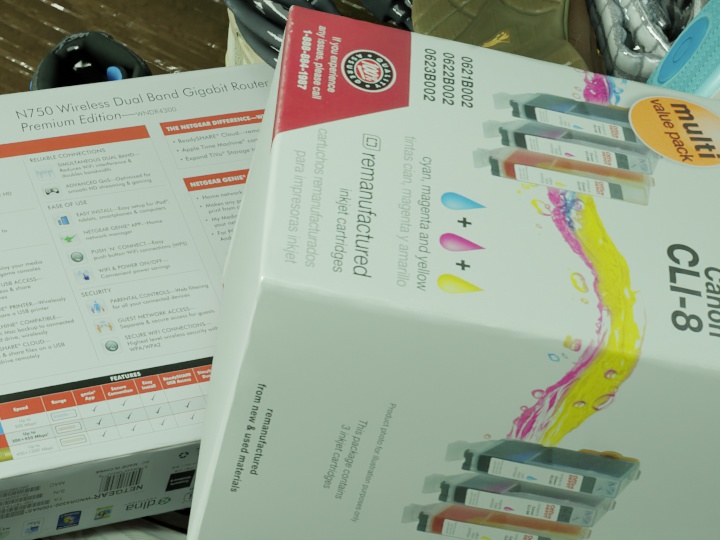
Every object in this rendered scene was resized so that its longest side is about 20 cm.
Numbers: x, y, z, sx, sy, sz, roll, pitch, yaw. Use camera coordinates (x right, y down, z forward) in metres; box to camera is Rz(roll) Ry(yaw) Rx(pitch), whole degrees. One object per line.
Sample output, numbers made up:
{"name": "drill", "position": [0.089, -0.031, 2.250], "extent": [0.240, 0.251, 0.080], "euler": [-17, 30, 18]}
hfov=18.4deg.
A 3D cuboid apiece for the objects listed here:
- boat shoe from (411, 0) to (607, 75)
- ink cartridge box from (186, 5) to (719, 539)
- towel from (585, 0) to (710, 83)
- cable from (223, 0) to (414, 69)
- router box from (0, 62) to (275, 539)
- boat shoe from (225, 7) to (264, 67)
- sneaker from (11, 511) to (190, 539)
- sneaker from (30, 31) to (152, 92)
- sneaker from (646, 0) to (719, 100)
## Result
{"name": "boat shoe", "position": [0.066, -0.078, 0.913], "extent": [0.072, 0.068, 0.201], "euler": [-17, 35, 9]}
{"name": "ink cartridge box", "position": [0.053, 0.023, 0.775], "extent": [0.199, 0.145, 0.146], "euler": [11, 42, -7]}
{"name": "towel", "position": [0.123, -0.130, 1.013], "extent": [0.085, 0.166, 0.201], "euler": [-7, 57, -9]}
{"name": "cable", "position": [0.002, -0.116, 0.974], "extent": [0.163, 0.051, 0.200], "euler": [1, 45, -52]}
{"name": "router box", "position": [-0.089, 0.007, 0.883], "extent": [0.199, 0.049, 0.180], "euler": [-9, 55, -24]}
{"name": "boat shoe", "position": [0.005, -0.066, 1.038], "extent": [0.072, 0.065, 0.200], "euler": [-36, 61, -18]}
{"name": "sneaker", "position": [-0.067, 0.145, 0.861], "extent": [0.199, 0.076, 0.116], "euler": [17, 31, -9]}
{"name": "sneaker", "position": [-0.101, -0.022, 0.989], "extent": [0.073, 0.112, 0.200], "euler": [-25, 58, -10]}
{"name": "sneaker", "position": [0.203, -0.074, 0.863], "extent": [0.200, 0.130, 0.080], "euler": [-46, 15, 18]}
